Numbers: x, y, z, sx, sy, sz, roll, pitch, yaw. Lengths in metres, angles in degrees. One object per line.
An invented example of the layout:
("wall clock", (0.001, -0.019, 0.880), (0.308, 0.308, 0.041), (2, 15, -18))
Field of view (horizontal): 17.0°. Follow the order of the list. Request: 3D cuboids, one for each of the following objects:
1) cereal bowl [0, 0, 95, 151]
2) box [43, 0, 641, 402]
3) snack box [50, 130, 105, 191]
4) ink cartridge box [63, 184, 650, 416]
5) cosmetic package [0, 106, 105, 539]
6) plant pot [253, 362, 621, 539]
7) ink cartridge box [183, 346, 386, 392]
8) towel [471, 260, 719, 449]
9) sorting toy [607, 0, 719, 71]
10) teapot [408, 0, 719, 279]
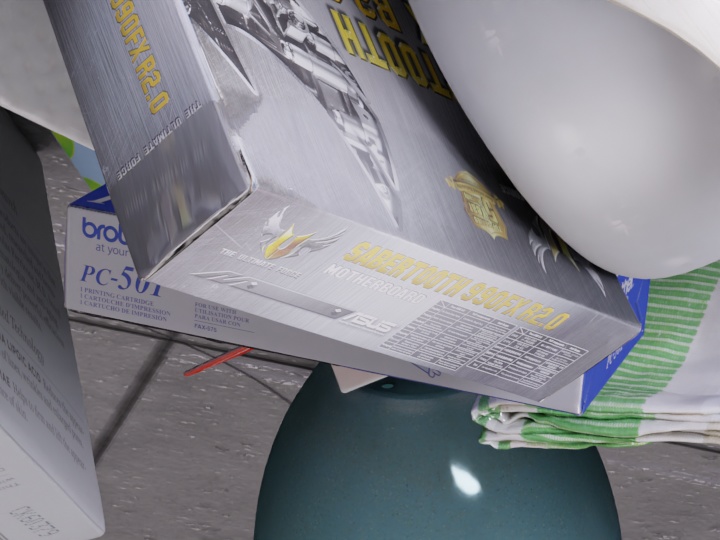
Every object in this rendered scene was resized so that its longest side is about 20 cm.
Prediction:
("cereal bowl", (-0.128, -0.104, 0.838), (0.199, 0.084, 0.200), (26, -179, 0))
("box", (-0.010, -0.052, 0.749), (0.048, 0.159, 0.199), (-38, 147, 25))
("snack box", (-0.030, -0.071, 0.949), (0.199, 0.053, 0.143), (-10, 123, 36))
("ink cartridge box", (0.000, 0.000, 0.886), (0.199, 0.045, 0.094), (10, -160, 18))
("cosmetic package", (-0.223, 0.022, 1.046), (0.164, 0.201, 0.165), (-17, 154, 5))
("plant pot", (0.037, 0.099, 1.261), (0.199, 0.200, 0.136), (2, 120, 11))
("ink cartridge box", (0.041, 0.015, 1.097), (0.173, 0.044, 0.200), (-24, 179, -39))
("towel", (0.154, 0.012, 0.922), (0.199, 0.153, 0.023), (-2, 129, 30))
("sorting toy", (0.151, -0.100, 0.620), (0.200, 0.180, 0.107), (45, 175, -7))
("teapot", (0.109, -0.101, 0.770), (0.145, 0.198, 0.200), (-28, 162, 20))
